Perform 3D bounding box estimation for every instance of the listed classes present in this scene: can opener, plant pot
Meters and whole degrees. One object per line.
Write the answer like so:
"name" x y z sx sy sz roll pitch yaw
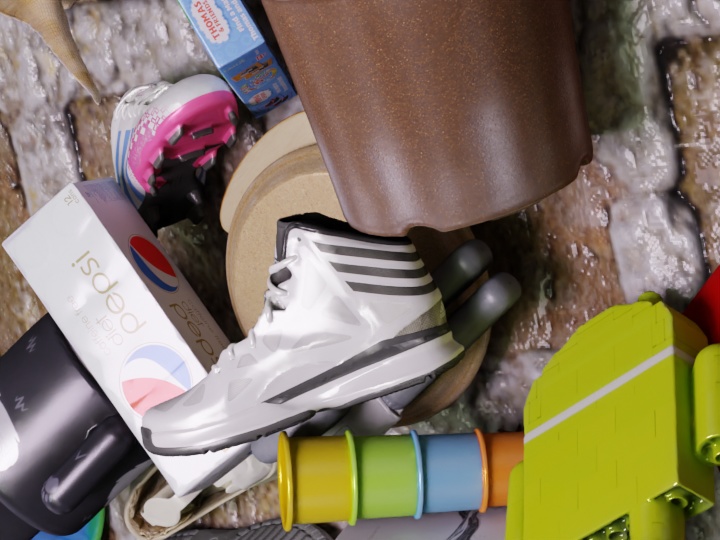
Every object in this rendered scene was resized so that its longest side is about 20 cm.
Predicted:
"can opener" 0.016 0.061 1.646 0.053 0.066 0.200 49 119 5
"plant pot" 0.038 -0.138 1.545 0.199 0.200 0.199 0 115 41

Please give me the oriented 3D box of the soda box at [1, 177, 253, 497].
"soda box" -0.136 0.041 1.732 0.068 0.064 0.201 -38 81 19

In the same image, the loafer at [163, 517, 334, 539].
"loafer" -0.077 0.215 1.861 0.199 0.075 0.070 -4 122 49

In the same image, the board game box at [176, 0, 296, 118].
"board game box" -0.097 -0.176 1.651 0.036 0.200 0.152 -31 83 2

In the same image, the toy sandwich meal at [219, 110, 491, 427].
"toy sandwich meal" 0.000 0.000 1.709 0.204 0.070 0.207 11 114 25

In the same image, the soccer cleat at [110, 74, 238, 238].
"soccer cleat" -0.129 -0.090 1.742 0.087 0.069 0.200 64 160 15

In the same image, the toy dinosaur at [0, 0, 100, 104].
"toy dinosaur" -0.209 -0.184 1.790 0.058 0.101 0.201 -42 77 42

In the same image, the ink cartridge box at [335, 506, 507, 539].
"ink cartridge box" 0.087 0.220 1.652 0.199 0.084 0.147 -6 104 17

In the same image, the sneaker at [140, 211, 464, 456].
"sneaker" -0.048 0.031 1.599 0.199 0.076 0.116 -20 93 12

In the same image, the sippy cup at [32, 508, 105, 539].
"sippy cup" -0.274 0.168 1.975 0.130 0.139 0.179 11 70 49

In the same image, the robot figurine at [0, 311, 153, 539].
"robot figurine" -0.191 0.098 1.841 0.200 0.125 0.151 -43 62 11

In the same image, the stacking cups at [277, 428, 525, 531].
"stacking cups" 0.050 0.120 1.640 0.060 0.198 0.061 177 90 -81

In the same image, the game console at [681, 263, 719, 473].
"game console" 0.285 0.043 1.506 0.200 0.118 0.173 -56 38 38

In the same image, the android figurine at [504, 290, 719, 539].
"android figurine" 0.145 0.100 1.540 0.041 0.201 0.182 31 132 -28

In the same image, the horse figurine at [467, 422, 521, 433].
"horse figurine" 0.067 0.194 1.727 0.132 0.050 0.202 -6 98 30

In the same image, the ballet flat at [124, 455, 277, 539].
"ballet flat" -0.096 0.131 1.837 0.200 0.069 0.070 -35 82 44
